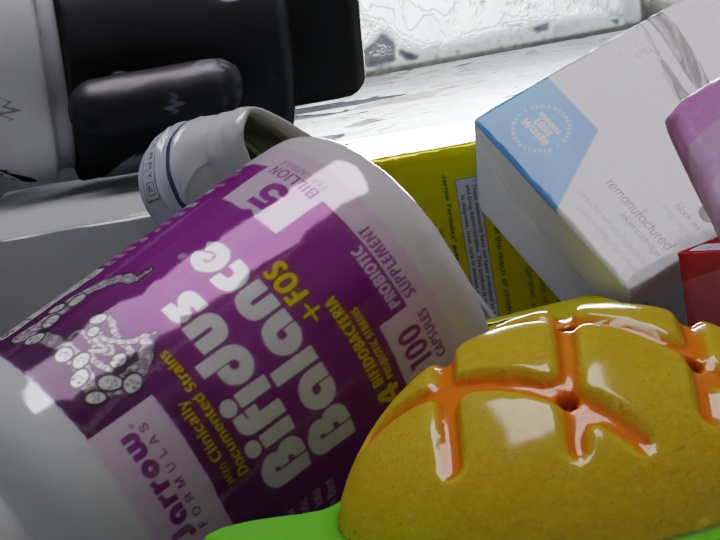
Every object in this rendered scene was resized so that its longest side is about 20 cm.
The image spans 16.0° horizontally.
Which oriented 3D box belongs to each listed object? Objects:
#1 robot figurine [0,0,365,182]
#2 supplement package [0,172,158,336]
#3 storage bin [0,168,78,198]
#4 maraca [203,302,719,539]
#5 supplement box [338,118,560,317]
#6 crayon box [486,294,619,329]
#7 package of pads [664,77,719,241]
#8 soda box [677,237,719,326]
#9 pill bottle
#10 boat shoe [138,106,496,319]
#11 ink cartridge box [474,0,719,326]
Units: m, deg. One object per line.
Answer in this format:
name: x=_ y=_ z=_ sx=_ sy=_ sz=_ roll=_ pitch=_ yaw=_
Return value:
robot figurine: x=-0.100 y=-0.107 z=1.204 sx=0.199 sy=0.125 sz=0.150 roll=-9 pitch=-15 yaw=-9
supplement package: x=-0.109 y=0.022 z=1.161 sx=0.117 sy=0.117 sz=0.200 roll=-9 pitch=8 yaw=0
storage bin: x=-0.199 y=-0.028 z=1.304 sx=0.145 sy=0.201 sz=0.134 roll=-6 pitch=10 yaw=23
maraca: x=0.046 y=0.069 z=0.712 sx=0.199 sy=0.107 sz=0.137 roll=-15 pitch=11 yaw=-26
supplement box: x=0.089 y=-0.020 z=1.227 sx=0.199 sy=0.110 sz=0.109 roll=-10 pitch=9 yaw=-3
crayon box: x=0.066 y=0.055 z=0.965 sx=0.126 sy=0.051 sz=0.200 roll=-12 pitch=10 yaw=-10
package of pads: x=0.188 y=-0.017 z=0.893 sx=0.120 sy=0.076 sz=0.200 roll=-31 pitch=31 yaw=11
soda box: x=0.222 y=0.016 z=0.975 sx=0.199 sy=0.070 sz=0.063 roll=-3 pitch=9 yaw=42
pill bottle: x=-0.063 y=0.053 z=0.814 sx=0.200 sy=0.113 sz=0.112 roll=-37 pitch=19 yaw=-22
boat shoe: x=0.000 y=0.000 z=1.057 sx=0.200 sy=0.074 sz=0.067 roll=30 pitch=-33 yaw=-32
ink cartridge box: x=0.162 y=-0.059 z=1.118 sx=0.200 sy=0.067 sz=0.116 roll=-31 pitch=58 yaw=-16
